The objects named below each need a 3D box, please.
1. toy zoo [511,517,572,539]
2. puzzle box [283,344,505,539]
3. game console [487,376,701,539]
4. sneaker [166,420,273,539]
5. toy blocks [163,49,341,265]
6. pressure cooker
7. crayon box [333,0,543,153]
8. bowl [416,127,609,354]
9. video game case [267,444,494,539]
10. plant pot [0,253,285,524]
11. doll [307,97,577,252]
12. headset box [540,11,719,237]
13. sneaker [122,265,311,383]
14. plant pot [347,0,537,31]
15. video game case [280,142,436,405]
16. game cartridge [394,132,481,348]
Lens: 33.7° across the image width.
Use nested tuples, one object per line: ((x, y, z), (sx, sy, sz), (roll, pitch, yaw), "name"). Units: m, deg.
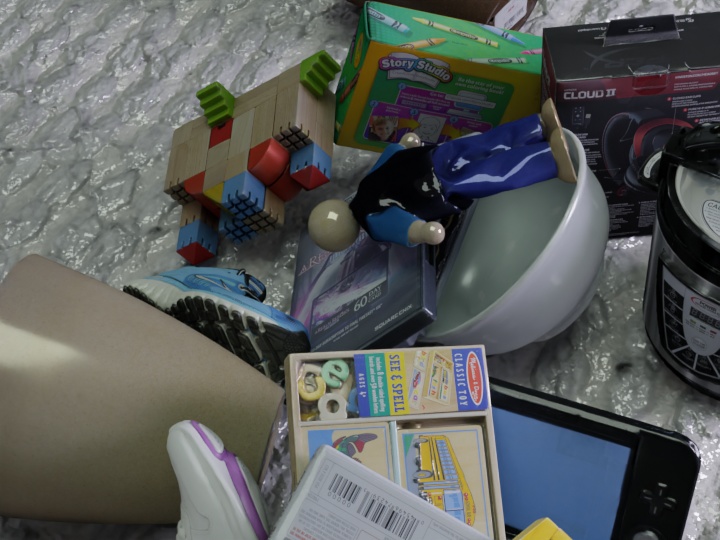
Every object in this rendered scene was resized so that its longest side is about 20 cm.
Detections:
((0.118, 0.241, 0.698), (0.200, 0.020, 0.131), (44, 68, 2), "toy zoo")
((0.024, 0.149, 0.752), (0.133, 0.025, 0.200), (-2, 75, -13), "puzzle box")
((0.100, 0.178, 0.776), (0.200, 0.176, 0.116), (15, 22, 19), "game console")
((-0.095, 0.196, 0.751), (0.099, 0.075, 0.200), (-20, 89, -1), "sneaker")
((-0.098, -0.087, 1.030), (0.200, 0.100, 0.137), (-23, 46, 29), "toy blocks")
((0.299, -0.019, 0.875), (0.176, 0.200, 0.179), (-7, 47, -2), "pressure cooker")
((0.085, -0.154, 1.040), (0.200, 0.119, 0.058), (9, 46, -13), "crayon box")
((0.125, -0.007, 0.931), (0.201, 0.090, 0.201), (-43, 24, 24), "bowl")
((0.020, 0.230, 0.704), (0.200, 0.022, 0.182), (30, 71, -3), "video game case")
((-0.161, 0.104, 0.844), (0.200, 0.187, 0.188), (15, 49, 2), "plant pot")
((0.053, -0.061, 0.866), (0.200, 0.049, 0.137), (-18, 37, 13), "doll")
((0.225, -0.122, 0.979), (0.148, 0.200, 0.075), (-6, 47, 2), "headset box")
((-0.104, 0.027, 0.938), (0.090, 0.079, 0.200), (-33, 33, -32), "sneaker")
((0.080, -0.315, 1.211), (0.200, 0.187, 0.187), (41, 61, 19), "plant pot")
((0.000, 0.000, 0.923), (0.143, 0.019, 0.200), (-34, 32, 28), "video game case")
((0.026, -0.018, 0.963), (0.133, 0.041, 0.200), (-19, 40, 51), "game cartridge")
